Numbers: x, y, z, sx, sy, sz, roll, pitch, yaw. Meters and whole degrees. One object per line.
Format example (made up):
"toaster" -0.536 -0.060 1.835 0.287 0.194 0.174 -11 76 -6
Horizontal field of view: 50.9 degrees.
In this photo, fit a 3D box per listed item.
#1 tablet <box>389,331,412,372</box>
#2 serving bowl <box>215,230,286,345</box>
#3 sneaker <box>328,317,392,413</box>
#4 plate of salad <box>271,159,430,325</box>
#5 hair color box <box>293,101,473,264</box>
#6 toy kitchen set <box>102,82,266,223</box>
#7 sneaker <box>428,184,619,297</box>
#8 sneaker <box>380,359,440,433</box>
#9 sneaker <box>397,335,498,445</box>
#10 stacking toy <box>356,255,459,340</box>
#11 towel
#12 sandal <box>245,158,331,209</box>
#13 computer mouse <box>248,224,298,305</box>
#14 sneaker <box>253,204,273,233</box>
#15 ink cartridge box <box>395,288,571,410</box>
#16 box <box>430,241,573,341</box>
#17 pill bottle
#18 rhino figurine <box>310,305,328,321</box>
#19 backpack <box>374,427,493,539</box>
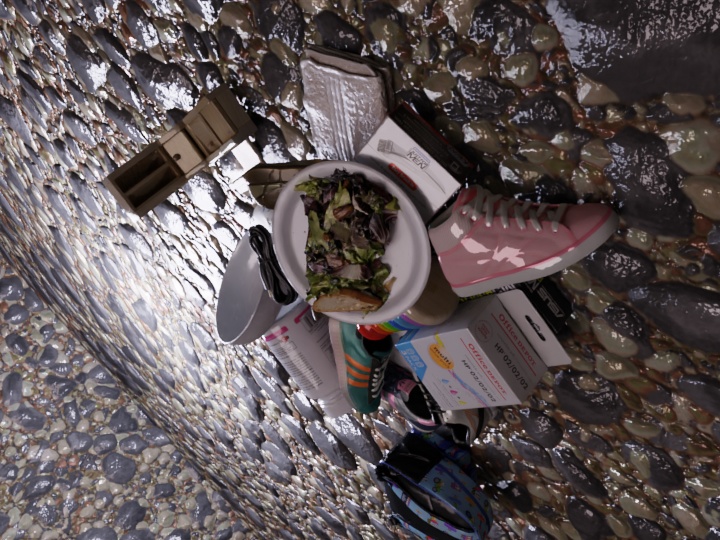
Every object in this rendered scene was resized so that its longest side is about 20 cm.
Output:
"tablet" 0.058 0.094 1.129 0.129 0.014 0.201 29 152 15
"serving bowl" -0.169 0.030 1.250 0.065 0.203 0.199 18 163 -29
"sneaker" 0.012 0.137 1.127 0.079 0.072 0.202 3 125 26
"plate of salad" -0.017 -0.024 0.854 0.197 0.048 0.203 11 119 21
"hair color box" 0.023 -0.079 0.875 0.111 0.064 0.200 42 126 -2
"toy kitchen set" -0.242 -0.136 1.120 0.164 0.180 0.199 53 154 -13
"sneaker" 0.155 -0.047 0.779 0.199 0.075 0.105 -21 108 38
"sneaker" 0.056 0.176 1.207 0.199 0.070 0.082 36 159 5
"sneaker" 0.119 0.171 1.083 0.200 0.080 0.073 46 152 -18
"stacking toy" 0.049 0.049 0.975 0.086 0.085 0.200 48 154 -1
"towel" -0.008 -0.171 0.923 0.132 0.034 0.202 25 143 35
"sandal" -0.052 -0.108 0.962 0.197 0.054 0.081 9 124 23
"computer mouse" -0.039 -0.031 0.978 0.044 0.197 0.111 -151 44 -82
"sneaker" -0.104 -0.067 1.132 0.199 0.072 0.072 15 139 46
"ink cartridge box" 0.144 0.101 0.922 0.116 0.068 0.199 52 149 -9
"box" 0.143 0.023 0.943 0.161 0.044 0.200 52 150 -6
"pill bottle" -0.075 0.146 1.299 0.201 0.113 0.113 55 149 -12
"rhino figurine" -0.043 -0.034 1.030 0.060 0.086 0.203 -139 35 -73
"backpack" 0.141 0.380 1.270 0.199 0.134 0.184 23 142 36
